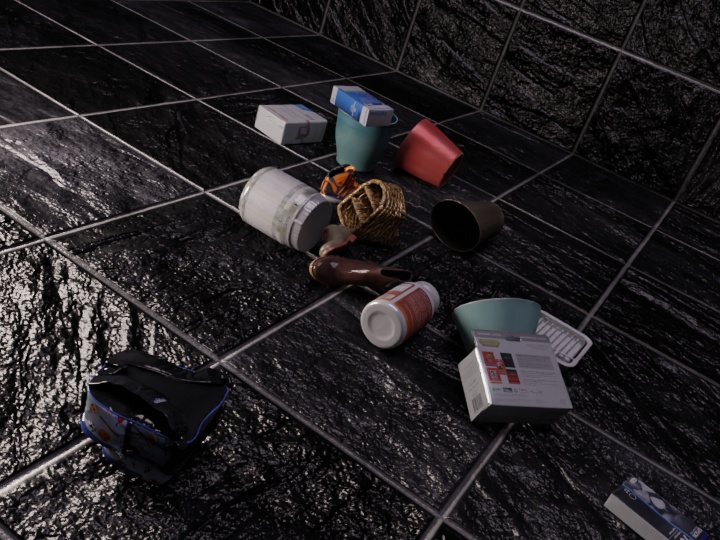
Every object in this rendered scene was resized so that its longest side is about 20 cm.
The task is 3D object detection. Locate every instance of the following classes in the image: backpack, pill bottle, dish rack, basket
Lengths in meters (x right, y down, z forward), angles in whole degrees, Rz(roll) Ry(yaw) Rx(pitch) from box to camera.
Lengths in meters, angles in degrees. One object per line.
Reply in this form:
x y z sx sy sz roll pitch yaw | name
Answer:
-0.323 0.215 1.120 0.190 0.154 0.200 29 21 3 | backpack
0.096 0.092 1.633 0.112 0.112 0.200 32 30 21 | pill bottle
0.464 0.176 1.787 0.171 0.044 0.200 31 31 22 | dish rack
0.031 -0.176 2.026 0.149 0.143 0.200 12 29 -15 | basket
0.332 -0.144 2.177 0.180 0.136 0.200 40 30 26 | basket

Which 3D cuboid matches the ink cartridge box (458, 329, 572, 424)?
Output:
0.315 0.221 1.516 0.200 0.084 0.176 7 52 -22 | ink cartridge box

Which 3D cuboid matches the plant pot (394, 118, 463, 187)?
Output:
0.244 -0.393 2.506 0.177 0.201 0.200 37 32 13 | plant pot

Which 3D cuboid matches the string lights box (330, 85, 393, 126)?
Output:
0.003 -0.522 2.305 0.103 0.059 0.200 -9 38 -36 | string lights box

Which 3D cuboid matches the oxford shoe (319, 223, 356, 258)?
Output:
-0.074 -0.072 1.832 0.075 0.070 0.200 48 17 0 | oxford shoe

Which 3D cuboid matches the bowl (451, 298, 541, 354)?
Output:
0.307 0.140 1.630 0.200 0.201 0.105 8 68 -20 | bowl

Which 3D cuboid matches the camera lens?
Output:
-0.192 -0.156 1.835 0.200 0.160 0.160 30 30 19 | camera lens

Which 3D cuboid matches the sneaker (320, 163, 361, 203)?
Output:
-0.013 -0.248 2.155 0.200 0.112 0.078 7 31 -22 | sneaker

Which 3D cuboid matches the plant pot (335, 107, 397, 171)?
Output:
0.003 -0.438 2.414 0.200 0.188 0.200 13 30 -7 | plant pot

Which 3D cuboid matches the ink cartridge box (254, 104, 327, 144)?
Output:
-0.238 -0.500 2.485 0.144 0.085 0.200 38 32 31 | ink cartridge box

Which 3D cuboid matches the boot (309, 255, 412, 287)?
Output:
0.000 0.000 1.700 0.200 0.073 0.166 9 -8 -31 | boot

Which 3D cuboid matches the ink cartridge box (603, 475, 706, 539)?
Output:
0.558 0.470 1.338 0.200 0.039 0.099 39 33 30 | ink cartridge box
